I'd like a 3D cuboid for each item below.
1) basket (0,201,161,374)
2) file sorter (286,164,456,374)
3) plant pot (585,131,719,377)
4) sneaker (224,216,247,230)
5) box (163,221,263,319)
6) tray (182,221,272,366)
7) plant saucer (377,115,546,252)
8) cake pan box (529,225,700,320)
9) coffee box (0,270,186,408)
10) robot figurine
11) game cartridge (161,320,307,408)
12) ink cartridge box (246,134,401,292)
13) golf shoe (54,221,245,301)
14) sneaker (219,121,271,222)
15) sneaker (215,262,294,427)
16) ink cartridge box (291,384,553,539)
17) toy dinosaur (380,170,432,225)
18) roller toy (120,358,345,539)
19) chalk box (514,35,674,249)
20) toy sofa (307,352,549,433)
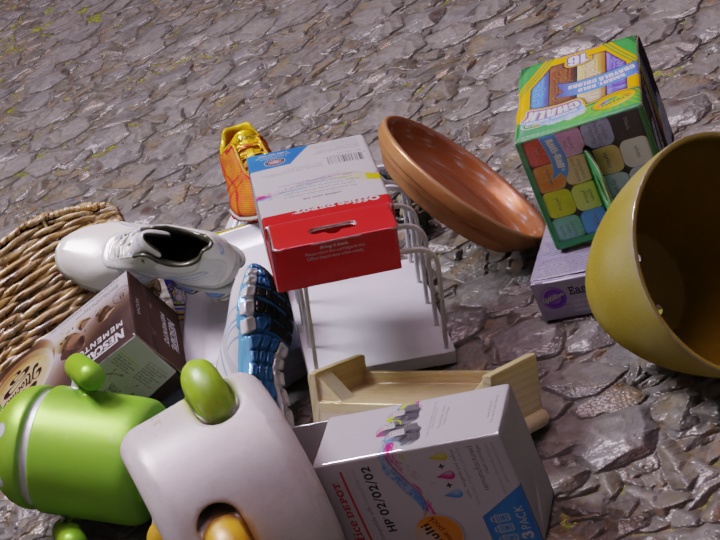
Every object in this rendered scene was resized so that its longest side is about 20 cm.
[{"bbox_3d":[-0.324,0.023,1.856,0.199,0.143,0.149,-31,-3,-11],"label":"basket"},{"bbox_3d":[0.000,0.000,1.683,0.137,0.126,0.200,-10,28,-5],"label":"file sorter"},{"bbox_3d":[0.268,0.000,1.466,0.200,0.201,0.142,-41,8,-29],"label":"plant pot"},{"bbox_3d":[-0.066,-0.075,1.950,0.200,0.073,0.071,-39,24,-29],"label":"sneaker"},{"bbox_3d":[-0.109,-0.014,1.872,0.198,0.071,0.064,-17,16,13],"label":"box"},{"bbox_3d":[-0.124,0.029,1.765,0.107,0.022,0.201,-18,40,13],"label":"tray"},{"bbox_3d":[0.096,-0.080,1.742,0.038,0.199,0.200,-55,22,17],"label":"plant saucer"},{"bbox_3d":[0.262,-0.037,1.654,0.198,0.053,0.185,-12,28,21],"label":"cake pan box"},{"bbox_3d":[-0.270,0.110,1.714,0.199,0.080,0.113,-37,33,13],"label":"coffee box"},{"bbox_3d":[-0.247,0.167,1.597,0.198,0.177,0.116,6,4,15],"label":"robot figurine"},{"bbox_3d":[-0.144,0.102,1.746,0.199,0.041,0.134,-24,24,0],"label":"game cartridge"},{"bbox_3d":[-0.032,-0.045,1.569,0.115,0.068,0.200,-11,28,-4],"label":"ink cartridge box"},{"bbox_3d":[-0.216,-0.024,1.739,0.198,0.097,0.079,2,69,13],"label":"golf shoe"},{"bbox_3d":[-0.119,-0.105,1.880,0.072,0.078,0.200,-19,26,-12],"label":"sneaker"},{"bbox_3d":[-0.114,0.089,1.645,0.086,0.075,0.202,-20,56,33],"label":"sneaker"},{"bbox_3d":[0.040,0.170,1.396,0.198,0.116,0.068,-13,29,22],"label":"ink cartridge box"},{"bbox_3d":[0.039,-0.091,1.929,0.087,0.048,0.201,-3,31,7],"label":"toy dinosaur"},{"bbox_3d":[-0.106,0.190,1.406,0.139,0.183,0.201,-28,63,-9],"label":"roller toy"},{"bbox_3d":[0.219,-0.109,1.628,0.123,0.126,0.201,-15,27,17],"label":"chalk box"},{"bbox_3d":[0.057,0.127,1.515,0.199,0.099,0.083,-3,9,35],"label":"toy sofa"}]
